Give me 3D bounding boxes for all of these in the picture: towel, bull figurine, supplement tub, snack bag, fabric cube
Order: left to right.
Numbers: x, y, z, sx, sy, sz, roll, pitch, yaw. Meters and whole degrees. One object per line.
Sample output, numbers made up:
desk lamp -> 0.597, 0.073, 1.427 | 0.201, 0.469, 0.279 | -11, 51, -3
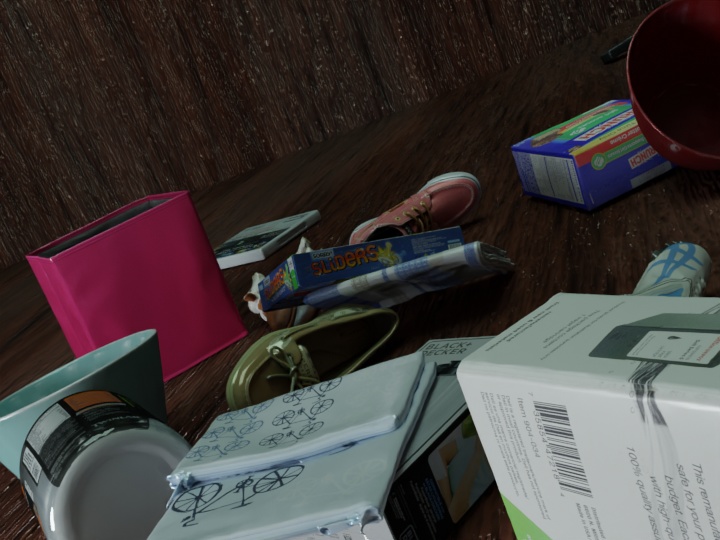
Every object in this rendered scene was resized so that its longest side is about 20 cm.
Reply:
supplement tub -> -0.205, 0.166, 0.785 | 0.121, 0.125, 0.199 | -28, 14, -22
fabric cube -> -0.295, 0.029, 1.283 | 0.194, 0.203, 0.199 | -30, 15, -24
snack bag -> -0.050, 0.124, 0.647 | 0.185, 0.022, 0.200 | -18, 15, 20
bull figurine -> -0.085, 0.025, 1.201 | 0.122, 0.065, 0.200 | -55, 22, 5
towel -> 0.054, 0.012, 1.024 | 0.196, 0.024, 0.146 | -17, -10, 19

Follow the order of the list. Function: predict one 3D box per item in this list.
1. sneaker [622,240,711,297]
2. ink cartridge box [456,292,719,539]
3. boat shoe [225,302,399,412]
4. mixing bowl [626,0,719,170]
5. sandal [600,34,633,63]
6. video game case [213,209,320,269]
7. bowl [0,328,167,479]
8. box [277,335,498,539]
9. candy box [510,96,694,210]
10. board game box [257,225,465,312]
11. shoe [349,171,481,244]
sneaker -> 0.225, 0.035, 0.716 | 0.072, 0.073, 0.199 | 26, 32, 25
ink cartridge box -> 0.150, 0.094, 0.418 | 0.083, 0.148, 0.199 | -28, 15, -29
boat shoe -> -0.045, 0.082, 0.939 | 0.062, 0.074, 0.199 | -11, 17, 48
mixing bowl -> 0.379, -0.187, 1.074 | 0.197, 0.203, 0.109 | -25, -20, -8
sandal -> 0.616, -0.502, 2.125 | 0.198, 0.043, 0.076 | -31, 5, 11
video game case -> -0.194, -0.050, 1.790 | 0.197, 0.024, 0.181 | -11, 18, 39
bowl -> -0.270, 0.150, 0.965 | 0.198, 0.107, 0.201 | -26, 7, 4
box -> 0.043, 0.120, 0.681 | 0.115, 0.061, 0.199 | -8, 20, 47
candy box -> 0.304, -0.151, 1.228 | 0.166, 0.078, 0.200 | -25, 15, -9
board game box -> 0.000, 0.000, 1.062 | 0.196, 0.035, 0.135 | -10, -10, -25
shoe -> 0.074, -0.060, 1.294 | 0.197, 0.072, 0.091 | -27, 14, 8
